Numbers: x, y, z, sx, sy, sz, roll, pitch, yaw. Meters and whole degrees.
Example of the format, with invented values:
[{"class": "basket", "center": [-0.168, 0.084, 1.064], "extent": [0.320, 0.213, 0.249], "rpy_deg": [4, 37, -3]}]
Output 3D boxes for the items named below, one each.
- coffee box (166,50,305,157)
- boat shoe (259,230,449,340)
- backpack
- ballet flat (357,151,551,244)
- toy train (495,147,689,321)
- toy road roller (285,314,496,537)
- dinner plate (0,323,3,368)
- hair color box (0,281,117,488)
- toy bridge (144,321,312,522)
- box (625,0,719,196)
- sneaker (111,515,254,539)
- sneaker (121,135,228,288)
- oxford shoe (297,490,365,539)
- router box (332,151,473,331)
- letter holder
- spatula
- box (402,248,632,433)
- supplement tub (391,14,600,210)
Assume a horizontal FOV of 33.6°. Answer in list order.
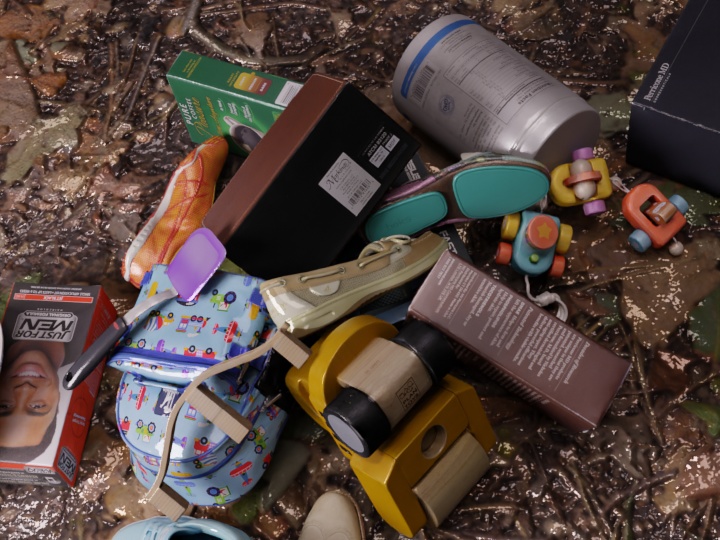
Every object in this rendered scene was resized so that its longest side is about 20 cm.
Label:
[{"class": "coffee box", "center": [-0.108, -0.169, 1.315], "extent": [0.199, 0.123, 0.044], "rpy_deg": [17, 63, 20]}, {"class": "boat shoe", "center": [-0.002, 0.001, 1.116], "extent": [0.200, 0.073, 0.063], "rpy_deg": [-28, 88, -27]}, {"class": "backpack", "center": [-0.154, 0.112, 1.136], "extent": [0.181, 0.135, 0.201], "rpy_deg": [11, 67, 28]}, {"class": "ballet flat", "center": [0.088, -0.079, 1.188], "extent": [0.199, 0.069, 0.071], "rpy_deg": [-18, 31, 4]}, {"class": "toy train", "center": [0.234, -0.041, 1.197], "extent": [0.200, 0.056, 0.151], "rpy_deg": [-37, 86, -11]}, {"class": "toy road roller", "center": [0.021, 0.128, 1.090], "extent": [0.123, 0.201, 0.146], "rpy_deg": [-44, 38, -21]}, {"class": "dinner plate", "center": [-0.411, 0.132, 1.187], "extent": [0.199, 0.024, 0.201], "rpy_deg": [-29, 44, 32]}, {"class": "hair color box", "center": [-0.322, 0.113, 1.209], "extent": [0.101, 0.061, 0.201], "rpy_deg": [2, 60, 9]}, {"class": "toy bridge", "center": [-0.125, 0.123, 1.046], "extent": [0.067, 0.027, 0.200], "rpy_deg": [38, 96, -2]}, {"class": "box", "center": [0.404, -0.186, 1.259], "extent": [0.181, 0.104, 0.201], "rpy_deg": [25, 65, 20]}, {"class": "sneaker", "center": [-0.160, 0.245, 1.064], "extent": [0.199, 0.082, 0.074], "rpy_deg": [-3, 54, 33]}, {"class": "sneaker", "center": [-0.187, -0.058, 1.302], "extent": [0.077, 0.073, 0.201], "rpy_deg": [26, 68, -2]}, {"class": "oxford shoe", "center": [-0.037, 0.284, 1.053], "extent": [0.070, 0.074, 0.201], "rpy_deg": [4, 59, 11]}, {"class": "router box", "center": [0.026, -0.016, 1.235], "extent": [0.149, 0.062, 0.201], "rpy_deg": [-20, 58, -6]}, {"class": "letter holder", "center": [-0.056, -0.085, 1.186], "extent": [0.200, 0.100, 0.142], "rpy_deg": [-53, 22, 0]}, {"class": "spatula", "center": [-0.204, 0.039, 1.103], "extent": [0.200, 0.021, 0.057], "rpy_deg": [-42, 51, 0]}, {"class": "box", "center": [0.141, 0.068, 1.106], "extent": [0.199, 0.100, 0.075], "rpy_deg": [34, 80, 5]}, {"class": "supplement tub", "center": [0.141, -0.171, 1.273], "extent": [0.132, 0.132, 0.200], "rpy_deg": [-40, 62, -16]}]
